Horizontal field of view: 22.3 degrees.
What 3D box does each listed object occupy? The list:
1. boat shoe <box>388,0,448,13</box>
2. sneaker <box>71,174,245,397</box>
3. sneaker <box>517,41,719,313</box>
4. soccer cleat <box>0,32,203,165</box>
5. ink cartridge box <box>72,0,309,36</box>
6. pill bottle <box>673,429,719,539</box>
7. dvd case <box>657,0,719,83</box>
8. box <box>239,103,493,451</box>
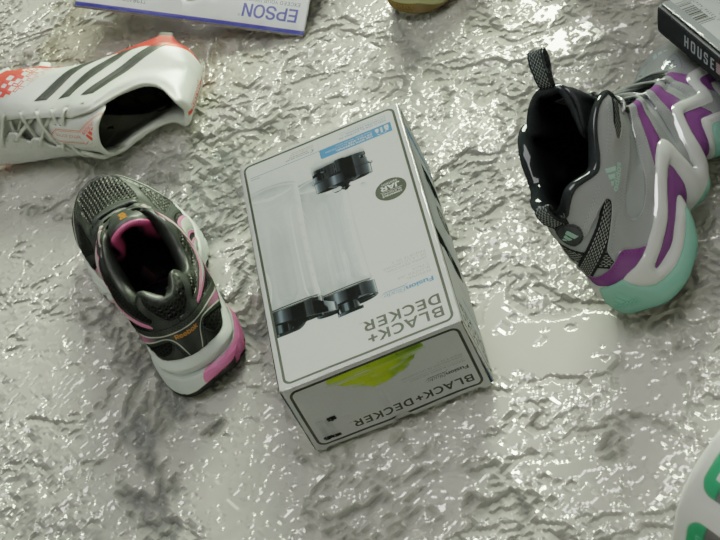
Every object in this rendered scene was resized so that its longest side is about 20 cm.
[{"bbox_3d":[0.082,-0.270,1.313,0.073,0.063,0.200,17,59,37],"label":"boat shoe"},{"bbox_3d":[-0.136,-0.014,1.169,0.080,0.087,0.200,-35,43,-9],"label":"sneaker"},{"bbox_3d":[0.143,-0.090,1.052,0.077,0.140,0.201,-25,37,39],"label":"sneaker"},{"bbox_3d":[-0.207,-0.110,1.309,0.199,0.069,0.085,-16,41,7],"label":"soccer cleat"},{"bbox_3d":[-0.105,-0.281,1.385,0.196,0.047,0.202,10,87,20],"label":"ink cartridge box"},{"bbox_3d":[0.246,0.143,0.814,0.113,0.113,0.200,-41,45,-14],"label":"pill bottle"},{"bbox_3d":[0.298,-0.144,1.077,0.199,0.025,0.150,-20,42,-17],"label":"dvd case"},{"bbox_3d":[0.000,0.000,1.107,0.116,0.060,0.201,-21,44,8],"label":"box"}]
